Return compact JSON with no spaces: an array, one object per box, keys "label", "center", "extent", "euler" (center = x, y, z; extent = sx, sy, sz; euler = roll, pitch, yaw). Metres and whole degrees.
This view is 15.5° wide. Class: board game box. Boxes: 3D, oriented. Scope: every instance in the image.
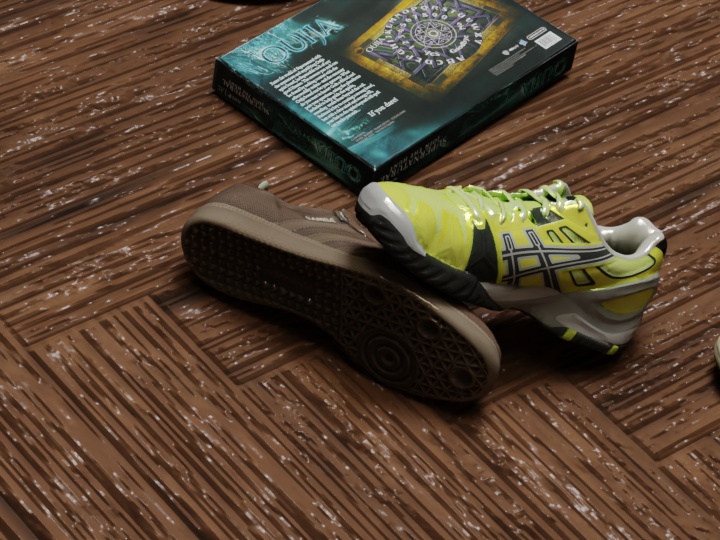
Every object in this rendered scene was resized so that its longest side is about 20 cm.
[{"label":"board game box","center":[0.023,-0.129,1.650],"extent":[0.135,0.028,0.200],"euler":[36,47,25]}]

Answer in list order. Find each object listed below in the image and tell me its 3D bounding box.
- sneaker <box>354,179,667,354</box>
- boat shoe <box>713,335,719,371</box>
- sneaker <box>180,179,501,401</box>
[{"label":"sneaker","center":[0.082,-0.020,1.455],"extent":[0.199,0.077,0.075],"euler":[18,19,-35]},{"label":"boat shoe","center":[0.297,0.031,1.508],"extent":[0.199,0.065,0.071],"euler":[-5,44,-18]},{"label":"sneaker","center":[0.000,0.000,1.472],"extent":[0.199,0.071,0.076],"euler":[27,42,16]}]
